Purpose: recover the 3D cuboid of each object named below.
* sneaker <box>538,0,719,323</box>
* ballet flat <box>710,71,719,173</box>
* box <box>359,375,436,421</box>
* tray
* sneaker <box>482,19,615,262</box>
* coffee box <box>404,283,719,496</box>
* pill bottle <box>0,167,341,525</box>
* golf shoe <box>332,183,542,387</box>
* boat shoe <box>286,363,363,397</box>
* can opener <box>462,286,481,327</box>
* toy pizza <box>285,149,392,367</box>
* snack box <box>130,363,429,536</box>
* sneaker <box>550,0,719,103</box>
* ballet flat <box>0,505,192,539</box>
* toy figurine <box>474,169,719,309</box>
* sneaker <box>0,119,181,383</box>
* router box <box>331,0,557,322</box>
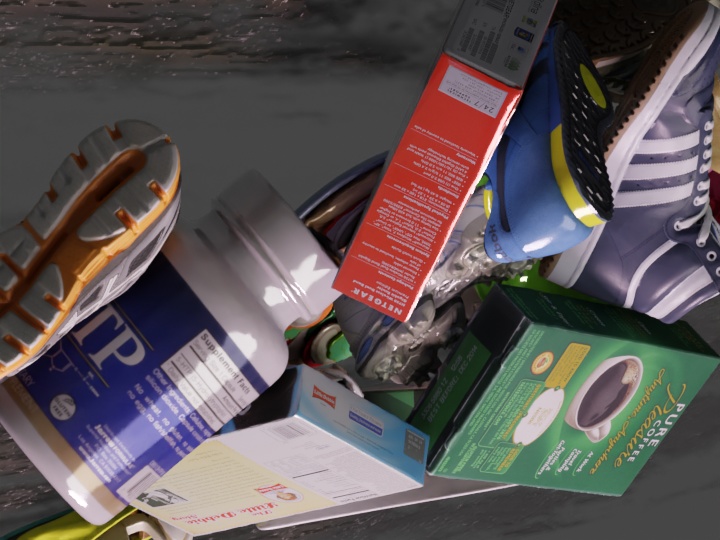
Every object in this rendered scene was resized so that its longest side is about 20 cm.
[{"bbox_3d":[0.198,-0.060,1.645,0.201,0.108,0.070,-62,-176,23],"label":"sneaker"},{"bbox_3d":[0.254,-0.084,1.743,0.063,0.069,0.200,-38,148,23],"label":"ballet flat"},{"bbox_3d":[0.096,0.090,1.871,0.199,0.037,0.144,-6,180,40],"label":"box"},{"bbox_3d":[0.019,0.137,1.861,0.199,0.022,0.107,-9,-168,-8],"label":"tray"},{"bbox_3d":[0.099,-0.074,1.541,0.078,0.200,0.066,-29,117,23],"label":"sneaker"},{"bbox_3d":[0.126,0.078,1.691,0.199,0.044,0.123,9,120,-46],"label":"coffee box"},{"bbox_3d":[-0.111,0.038,1.543,0.200,0.120,0.120,-40,155,-4],"label":"pill bottle"},{"bbox_3d":[0.054,-0.025,1.635,0.200,0.097,0.078,-44,147,16],"label":"golf shoe"},{"bbox_3d":[-0.031,0.091,1.757,0.068,0.072,0.200,-28,163,-7],"label":"boat shoe"},{"bbox_3d":[0.145,-0.027,1.897,0.200,0.053,0.066,-37,-171,-6],"label":"can opener"},{"bbox_3d":[0.000,0.000,1.740,0.200,0.032,0.201,-32,154,-18],"label":"toy pizza"},{"bbox_3d":[-0.070,0.112,1.647,0.199,0.037,0.116,-16,145,39],"label":"snack box"},{"bbox_3d":[0.164,-0.136,1.708,0.200,0.067,0.090,-27,146,-35],"label":"sneaker"},{"bbox_3d":[-0.150,0.168,1.756,0.199,0.067,0.067,-29,152,-24],"label":"ballet flat"},{"bbox_3d":[0.185,-0.053,1.800,0.184,0.150,0.201,-28,137,-32],"label":"toy figurine"},{"bbox_3d":[-0.170,0.007,1.465,0.200,0.078,0.077,-39,161,-6],"label":"sneaker"},{"bbox_3d":[0.059,-0.100,1.525,0.200,0.049,0.180,-67,-178,-50],"label":"router box"}]
